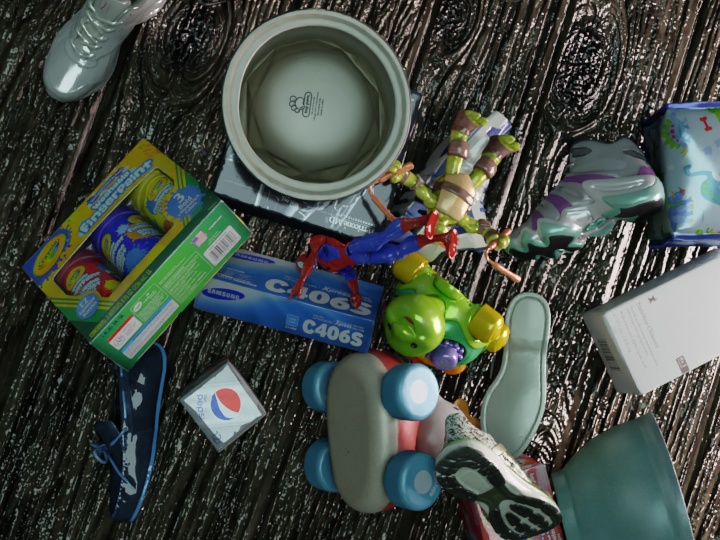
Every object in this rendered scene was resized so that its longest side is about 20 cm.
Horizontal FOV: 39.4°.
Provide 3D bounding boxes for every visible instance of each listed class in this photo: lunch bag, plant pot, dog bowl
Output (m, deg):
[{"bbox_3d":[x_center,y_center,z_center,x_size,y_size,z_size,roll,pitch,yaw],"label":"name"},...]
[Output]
[{"bbox_3d":[0.453,-0.115,1.223,0.198,0.127,0.172,-3,88,1],"label":"lunch bag"},{"bbox_3d":[0.297,0.278,1.161,0.133,0.200,0.202,-14,90,8],"label":"plant pot"},{"bbox_3d":[-0.049,-0.170,1.068,0.198,0.074,0.202,0,88,-9],"label":"dog bowl"}]

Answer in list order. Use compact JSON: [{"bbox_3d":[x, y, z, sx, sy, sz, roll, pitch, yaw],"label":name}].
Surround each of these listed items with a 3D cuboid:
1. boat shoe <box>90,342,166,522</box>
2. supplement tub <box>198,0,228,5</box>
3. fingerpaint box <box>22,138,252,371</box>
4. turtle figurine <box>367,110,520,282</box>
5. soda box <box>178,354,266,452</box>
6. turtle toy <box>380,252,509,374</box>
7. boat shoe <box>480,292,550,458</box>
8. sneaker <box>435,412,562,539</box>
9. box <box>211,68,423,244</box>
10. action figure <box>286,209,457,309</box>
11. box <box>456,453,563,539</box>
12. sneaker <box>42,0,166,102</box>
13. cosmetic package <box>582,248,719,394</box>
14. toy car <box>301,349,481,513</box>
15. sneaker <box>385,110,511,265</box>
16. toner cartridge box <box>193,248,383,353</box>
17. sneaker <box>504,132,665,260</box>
[{"bbox_3d":[-0.269,0.177,1.129,0.068,0.084,0.202,12,72,-27],"label":"boat shoe"},{"bbox_3d":[-0.104,-0.384,1.148,0.199,0.123,0.123,-16,90,-10],"label":"supplement tub"},{"bbox_3d":[-0.245,-0.022,1.092,0.200,0.073,0.167,-48,51,-7],"label":"fingerpaint box"},{"bbox_3d":[0.116,-0.085,1.125,0.199,0.064,0.162,30,78,-6],"label":"turtle figurine"},{"bbox_3d":[-0.149,0.138,1.082,0.063,0.200,0.068,-37,92,-8],"label":"soda box"},{"bbox_3d":[0.080,0.056,1.128,0.145,0.200,0.101,37,89,18],"label":"turtle toy"},{"bbox_3d":[0.192,0.127,1.206,0.075,0.060,0.202,15,88,12],"label":"boat shoe"},{"bbox_3d":[0.152,0.217,1.082,0.077,0.089,0.200,-29,126,23],"label":"sneaker"},{"bbox_3d":[-0.052,-0.139,1.156,0.199,0.104,0.183,17,87,-8],"label":"box"},{"bbox_3d":[0.000,0.000,1.073,0.065,0.199,0.100,41,55,-39],"label":"action figure"},{"bbox_3d":[0.182,0.326,1.178,0.095,0.100,0.202,-14,91,-9],"label":"box"},{"bbox_3d":[-0.292,-0.280,1.126,0.078,0.099,0.201,34,83,-6],"label":"sneaker"},{"bbox_3d":[0.388,0.060,1.229,0.199,0.081,0.113,-27,90,-8],"label":"cosmetic package"},{"bbox_3d":[0.063,0.177,1.155,0.199,0.184,0.178,0,87,-38],"label":"toy car"},{"bbox_3d":[0.122,-0.084,1.201,0.115,0.080,0.200,41,81,-15],"label":"sneaker"},{"bbox_3d":[-0.078,0.030,1.131,0.198,0.095,0.043,14,113,2],"label":"toner cartridge box"},{"bbox_3d":[0.255,-0.103,1.222,0.199,0.078,0.141,-21,64,14],"label":"sneaker"}]
